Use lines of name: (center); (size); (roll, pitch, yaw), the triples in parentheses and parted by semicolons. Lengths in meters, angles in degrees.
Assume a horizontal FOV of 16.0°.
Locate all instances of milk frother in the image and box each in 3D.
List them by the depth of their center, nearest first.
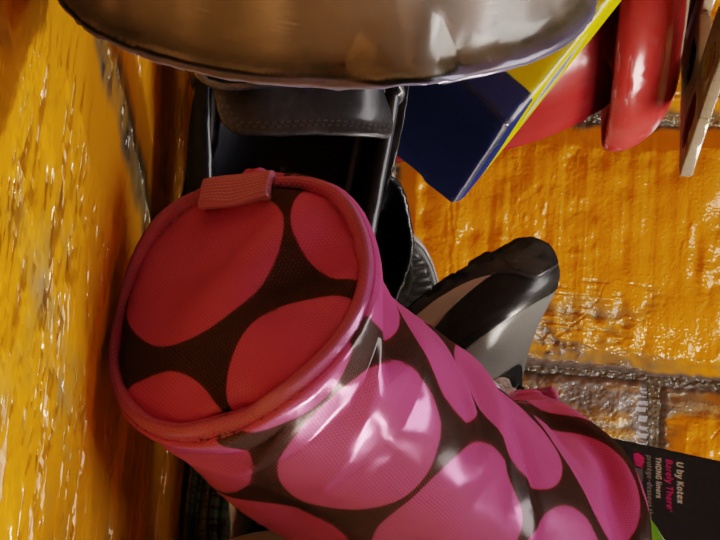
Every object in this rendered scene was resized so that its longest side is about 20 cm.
milk frother: (0.038, -0.155, 0.529); (0.181, 0.199, 0.189); (-90, -177, -63)

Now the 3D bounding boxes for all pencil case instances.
pencil case: (0.009, 0.042, 0.726); (0.200, 0.090, 0.094); (43, 49, -52)

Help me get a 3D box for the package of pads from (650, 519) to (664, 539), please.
package of pads: (0.053, 0.172, 0.780); (0.068, 0.154, 0.200); (52, 9, -28)

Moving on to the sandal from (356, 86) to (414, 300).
sandal: (0.000, 0.000, 0.877); (0.200, 0.045, 0.075); (113, -14, -49)

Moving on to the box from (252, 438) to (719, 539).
box: (0.052, 0.132, 1.043); (0.122, 0.199, 0.106); (120, -22, -54)

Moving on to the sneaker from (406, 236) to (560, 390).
sneaker: (0.028, 0.073, 0.878); (0.074, 0.079, 0.201); (-27, 147, -52)

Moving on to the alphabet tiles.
alphabet tiles: (0.157, -0.165, 1.039); (0.200, 0.008, 0.168); (103, -4, -46)

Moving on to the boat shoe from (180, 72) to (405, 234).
boat shoe: (-0.018, -0.060, 0.756); (0.062, 0.074, 0.201); (-134, -131, -65)

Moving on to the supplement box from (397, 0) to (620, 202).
supplement box: (0.060, -0.142, 0.914); (0.200, 0.109, 0.110); (-51, 178, -14)

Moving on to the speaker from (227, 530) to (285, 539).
speaker: (-0.030, 0.136, 0.710); (0.200, 0.088, 0.089); (-75, 168, -78)

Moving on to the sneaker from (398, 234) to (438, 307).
sneaker: (-0.021, 0.044, 1.141); (0.200, 0.080, 0.084); (107, -27, -44)

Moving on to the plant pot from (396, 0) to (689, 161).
plant pot: (0.050, -0.142, 1.101); (0.200, 0.182, 0.201); (5, 90, -86)

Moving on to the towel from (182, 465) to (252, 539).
towel: (-0.046, 0.052, 0.968); (0.147, 0.022, 0.201); (87, 7, -66)
